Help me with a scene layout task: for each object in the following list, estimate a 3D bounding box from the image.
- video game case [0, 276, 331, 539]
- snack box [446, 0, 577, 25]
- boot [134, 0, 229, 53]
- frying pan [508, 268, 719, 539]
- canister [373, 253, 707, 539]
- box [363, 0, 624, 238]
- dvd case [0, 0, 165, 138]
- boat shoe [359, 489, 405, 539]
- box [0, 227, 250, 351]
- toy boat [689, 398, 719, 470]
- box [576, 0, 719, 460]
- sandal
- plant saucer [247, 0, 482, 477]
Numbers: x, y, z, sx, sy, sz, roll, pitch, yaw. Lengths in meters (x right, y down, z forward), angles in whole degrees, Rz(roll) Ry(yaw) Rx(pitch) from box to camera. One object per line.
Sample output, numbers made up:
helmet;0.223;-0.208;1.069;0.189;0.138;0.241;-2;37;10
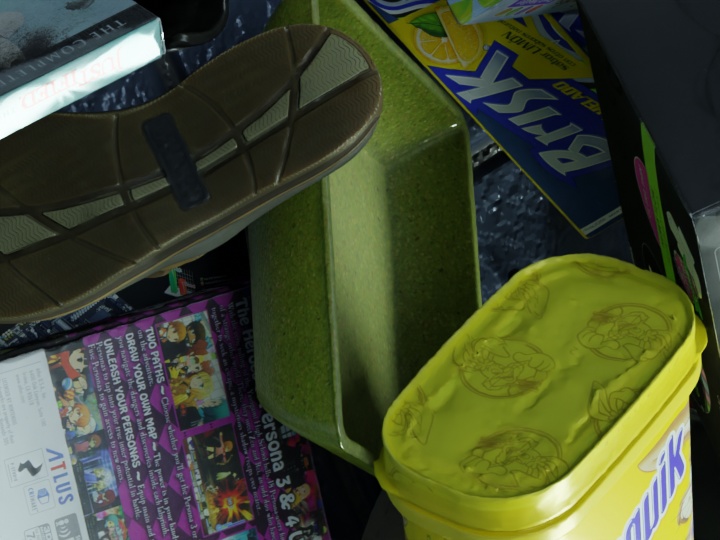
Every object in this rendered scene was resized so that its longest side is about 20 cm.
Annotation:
video game case;-0.095;0.120;1.047;0.180;0.036;0.201;-17;98;-31
snack box;0.074;-0.185;1.133;0.200;0.053;0.143;-17;80;-59
boot;-0.158;-0.083;1.003;0.199;0.130;0.068;-30;113;-29
frying pan;0.134;0.089;1.243;0.190;0.115;0.031;40;46;21
canister;0.081;0.116;1.071;0.149;0.086;0.201;-44;141;-37
box;0.069;-0.111;1.182;0.200;0.064;0.070;45;30;-25
dvd case;-0.188;-0.098;0.956;0.146;0.200;0.022;-29;137;-29
boat shoe;0.025;0.146;1.171;0.072;0.060;0.201;29;69;5
box;-0.133;0.043;1.073;0.199;0.046;0.160;-10;96;-33
toy boat;0.231;0.018;1.264;0.130;0.130;0.201;27;75;-30
box;0.184;-0.024;1.107;0.124;0.149;0.201;-20;136;-1
sandal;-0.082;-0.032;1.008;0.199;0.054;0.081;-23;72;1
plant saucer;0.000;0.000;1.099;0.200;0.048;0.201;37;47;-64
